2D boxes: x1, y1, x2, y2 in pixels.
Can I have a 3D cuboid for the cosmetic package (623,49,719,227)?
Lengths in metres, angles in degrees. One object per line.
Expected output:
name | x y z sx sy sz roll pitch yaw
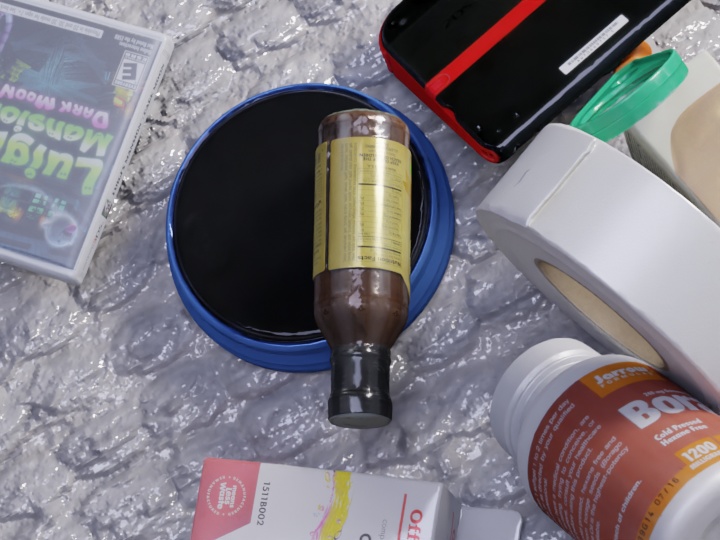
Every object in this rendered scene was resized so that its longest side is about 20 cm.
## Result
cosmetic package | 0.255 -0.031 1.409 0.071 0.105 0.200 -38 69 -1

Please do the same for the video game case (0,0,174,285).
video game case | -0.249 -0.102 1.548 0.199 0.023 0.182 17 79 16

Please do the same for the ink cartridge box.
ink cartridge box | -0.006 0.188 1.417 0.199 0.068 0.117 4 73 15

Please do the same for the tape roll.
tape roll | 0.166 0.001 1.366 0.202 0.202 0.071 39 85 21

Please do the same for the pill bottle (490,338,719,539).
pill bottle | 0.164 0.119 1.344 0.112 0.112 0.200 -46 39 -4

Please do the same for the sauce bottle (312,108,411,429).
sauce bottle | 0.000 0.000 1.439 0.064 0.065 0.201 -2 73 13

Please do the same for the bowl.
bowl | -0.037 -0.033 1.513 0.200 0.039 0.201 -4 71 12

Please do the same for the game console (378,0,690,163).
game console | 0.120 -0.174 1.493 0.200 0.031 0.177 -41 46 -1

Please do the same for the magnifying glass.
magnifying glass | 0.170 -0.117 1.416 0.080 0.200 0.022 -36 99 15
